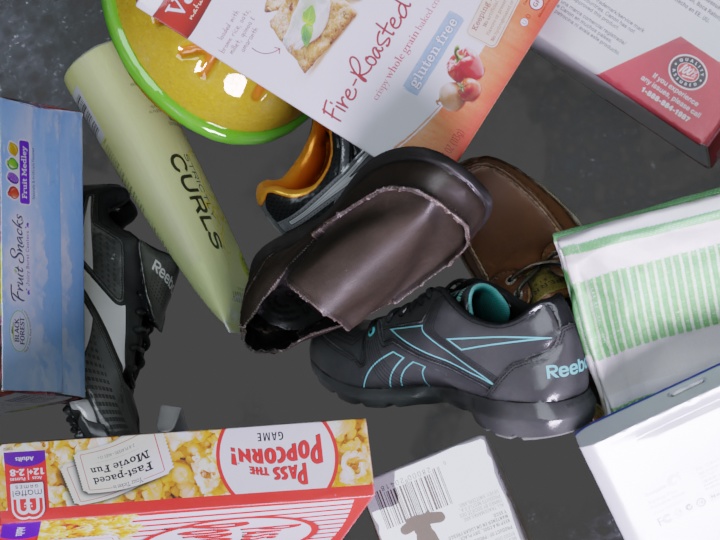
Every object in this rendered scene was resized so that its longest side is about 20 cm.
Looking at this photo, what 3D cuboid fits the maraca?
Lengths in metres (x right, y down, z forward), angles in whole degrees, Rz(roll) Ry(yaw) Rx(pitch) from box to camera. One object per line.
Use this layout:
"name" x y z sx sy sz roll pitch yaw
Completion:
"maraca" -0.096 -0.165 1.497 0.137 0.107 0.200 -31 86 -35

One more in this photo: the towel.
"towel" 0.201 0.053 1.396 0.152 0.023 0.201 -16 107 5

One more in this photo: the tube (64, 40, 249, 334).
"tube" -0.109 -0.044 1.513 0.058 0.052 0.200 -19 71 -34

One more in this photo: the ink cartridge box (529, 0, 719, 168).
"ink cartridge box" 0.201 -0.184 1.472 0.144 0.084 0.200 36 90 12

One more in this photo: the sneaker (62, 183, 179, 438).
"sneaker" -0.146 0.025 1.490 0.090 0.067 0.200 -18 58 -3

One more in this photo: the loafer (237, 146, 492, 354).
"loafer" 0.000 0.000 1.413 0.073 0.200 0.071 36 50 -15

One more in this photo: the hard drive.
"hard drive" 0.217 0.145 1.400 0.132 0.025 0.200 -25 113 5

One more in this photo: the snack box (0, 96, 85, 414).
"snack box" -0.246 0.003 1.472 0.200 0.068 0.169 -14 74 44

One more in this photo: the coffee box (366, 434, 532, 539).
"coffee box" 0.074 0.202 1.425 0.080 0.114 0.200 -22 81 4

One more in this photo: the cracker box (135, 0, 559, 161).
"cracker box" -0.007 -0.152 1.411 0.200 0.058 0.134 31 96 -4

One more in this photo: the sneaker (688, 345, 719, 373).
"sneaker" 0.244 -0.010 1.441 0.077 0.085 0.200 30 87 11

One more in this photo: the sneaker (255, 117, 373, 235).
"sneaker" 0.015 -0.092 1.480 0.077 0.078 0.200 33 88 -22

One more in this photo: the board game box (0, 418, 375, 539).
"board game box" -0.103 0.128 1.396 0.199 0.152 0.046 -4 72 -11

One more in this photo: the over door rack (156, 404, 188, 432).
"over door rack" -0.188 0.172 1.501 0.147 0.067 0.201 8 70 10

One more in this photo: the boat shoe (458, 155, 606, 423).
"boat shoe" 0.114 0.012 1.467 0.072 0.068 0.200 -37 79 3

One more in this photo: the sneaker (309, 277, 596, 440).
"sneaker" 0.051 0.039 1.438 0.200 0.075 0.080 9 112 41
